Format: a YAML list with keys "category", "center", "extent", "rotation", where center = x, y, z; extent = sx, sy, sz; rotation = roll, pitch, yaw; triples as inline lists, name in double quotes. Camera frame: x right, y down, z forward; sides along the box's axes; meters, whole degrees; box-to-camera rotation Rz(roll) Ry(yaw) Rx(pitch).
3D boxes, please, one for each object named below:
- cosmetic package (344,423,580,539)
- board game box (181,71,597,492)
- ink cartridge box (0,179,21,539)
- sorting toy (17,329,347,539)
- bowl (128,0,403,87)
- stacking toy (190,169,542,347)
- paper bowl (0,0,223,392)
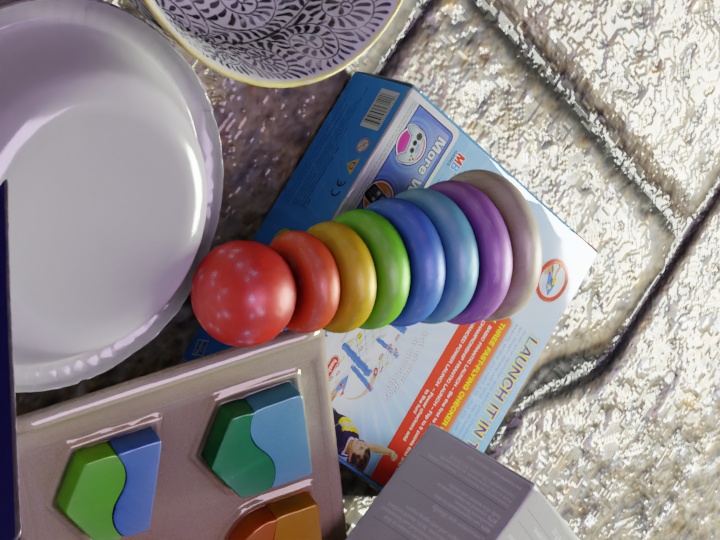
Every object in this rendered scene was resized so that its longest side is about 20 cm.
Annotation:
- category: "cosmetic package"
  center: [0.027, 0.202, 1.134]
  extent: [0.200, 0.090, 0.107]
  rotation: [-56, 147, -11]
- category: "board game box"
  center: [0.023, 0.020, 1.172]
  extent: [0.196, 0.056, 0.200]
  rotation: [38, 79, -40]
- category: "ink cartridge box"
  center: [-0.205, 0.088, 0.860]
  extent: [0.043, 0.199, 0.200]
  rotation: [17, 130, -27]
- category: "sorting toy"
  center: [-0.093, 0.136, 1.084]
  extent: [0.185, 0.036, 0.201]
  rotation: [-17, 126, -20]
- category: "bowl"
  center: [-0.070, -0.193, 0.999]
  extent: [0.200, 0.094, 0.202]
  rotation: [-6, 99, -42]
- category: "stacking toy"
  center: [0.000, 0.000, 1.049]
  extent: [0.200, 0.085, 0.086]
  rotation: [-12, 111, -38]
- category: "paper bowl"
  center: [-0.157, -0.037, 0.982]
  extent: [0.200, 0.104, 0.201]
  rotation: [-14, 113, -35]
